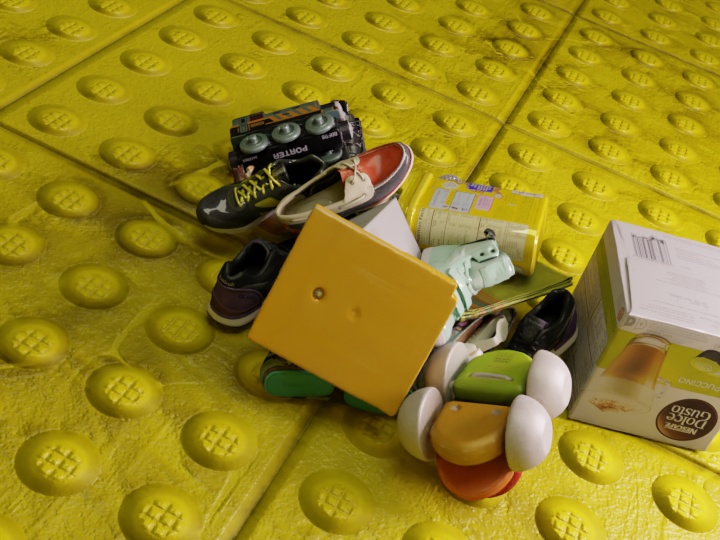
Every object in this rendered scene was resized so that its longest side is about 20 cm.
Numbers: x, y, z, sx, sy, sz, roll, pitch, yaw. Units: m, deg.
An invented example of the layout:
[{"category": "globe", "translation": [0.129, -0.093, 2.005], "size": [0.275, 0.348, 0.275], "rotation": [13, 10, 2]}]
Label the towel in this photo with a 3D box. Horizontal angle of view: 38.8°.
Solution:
[{"category": "towel", "translation": [0.189, 0.022, 1.390], "size": [0.198, 0.018, 0.086], "rotation": [-15, 30, -29]}]

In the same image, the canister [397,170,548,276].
[{"category": "canister", "translation": [0.156, -0.066, 1.436], "size": [0.198, 0.087, 0.149], "rotation": [11, 33, 13]}]

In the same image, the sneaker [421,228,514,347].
[{"category": "sneaker", "translation": [0.133, 0.015, 1.285], "size": [0.117, 0.074, 0.201], "rotation": [-15, 28, 16]}]

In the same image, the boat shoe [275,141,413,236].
[{"category": "boat shoe", "translation": [-0.021, -0.113, 1.359], "size": [0.072, 0.199, 0.063], "rotation": [65, 11, 28]}]

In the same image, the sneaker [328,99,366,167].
[{"category": "sneaker", "translation": [-0.024, -0.199, 1.639], "size": [0.075, 0.091, 0.201], "rotation": [-2, 43, -28]}]

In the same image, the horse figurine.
[{"category": "horse figurine", "translation": [-0.101, -0.094, 1.497], "size": [0.198, 0.050, 0.134], "rotation": [9, 59, -27]}]

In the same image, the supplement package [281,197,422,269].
[{"category": "supplement package", "translation": [0.000, 0.000, 1.303], "size": [0.118, 0.116, 0.200], "rotation": [63, 20, -8]}]

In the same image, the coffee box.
[{"category": "coffee box", "translation": [0.396, 0.088, 1.369], "size": [0.197, 0.199, 0.201], "rotation": [14, 38, -5]}]

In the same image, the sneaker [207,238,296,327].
[{"category": "sneaker", "translation": [-0.118, -0.006, 1.346], "size": [0.075, 0.088, 0.200], "rotation": [28, 37, 16]}]

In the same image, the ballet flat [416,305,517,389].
[{"category": "ballet flat", "translation": [0.144, 0.101, 1.324], "size": [0.200, 0.071, 0.070], "rotation": [-45, 113, -41]}]

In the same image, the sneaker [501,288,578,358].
[{"category": "sneaker", "translation": [0.211, 0.100, 1.327], "size": [0.075, 0.088, 0.200], "rotation": [27, 60, 28]}]

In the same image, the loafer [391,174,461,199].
[{"category": "loafer", "translation": [0.077, -0.081, 1.565], "size": [0.199, 0.070, 0.076], "rotation": [-23, 77, -27]}]

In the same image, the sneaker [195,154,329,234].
[{"category": "sneaker", "translation": [-0.132, -0.115, 1.403], "size": [0.198, 0.085, 0.075], "rotation": [-19, 65, -16]}]

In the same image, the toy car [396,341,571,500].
[{"category": "toy car", "translation": [0.151, 0.182, 1.194], "size": [0.173, 0.151, 0.200], "rotation": [2, 33, 27]}]

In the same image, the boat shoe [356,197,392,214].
[{"category": "boat shoe", "translation": [0.002, -0.117, 1.487], "size": [0.075, 0.072, 0.200], "rotation": [-21, 17, -2]}]

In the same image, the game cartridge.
[{"category": "game cartridge", "translation": [-0.006, 0.047, 1.187], "size": [0.199, 0.178, 0.032], "rotation": [29, 10, -4]}]

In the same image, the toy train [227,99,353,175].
[{"category": "toy train", "translation": [-0.111, -0.207, 1.580], "size": [0.198, 0.086, 0.115], "rotation": [-16, 42, 2]}]

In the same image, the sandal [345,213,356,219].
[{"category": "sandal", "translation": [-0.010, -0.023, 1.454], "size": [0.200, 0.055, 0.082], "rotation": [41, 54, 1]}]

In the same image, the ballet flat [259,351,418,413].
[{"category": "ballet flat", "translation": [-0.024, 0.126, 1.254], "size": [0.198, 0.075, 0.075], "rotation": [12, 37, -11]}]
